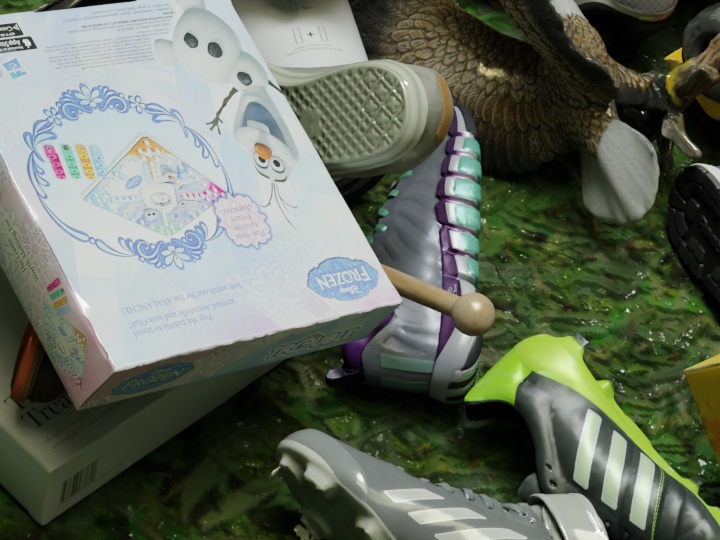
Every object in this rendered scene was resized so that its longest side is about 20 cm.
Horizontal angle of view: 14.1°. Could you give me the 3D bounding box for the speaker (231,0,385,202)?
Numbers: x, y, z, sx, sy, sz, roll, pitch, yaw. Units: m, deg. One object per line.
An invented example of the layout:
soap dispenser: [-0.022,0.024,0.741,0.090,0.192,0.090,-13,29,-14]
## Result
speaker: [-0.042,-0.137,1.685,0.081,0.081,0.201,-4,51,-19]

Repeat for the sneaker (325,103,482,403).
sneaker: [0.022,-0.018,1.610,0.087,0.075,0.201,3,48,-3]

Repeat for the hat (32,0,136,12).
hat: [-0.151,-0.113,1.606,0.200,0.200,0.081,-33,101,-35]

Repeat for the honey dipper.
honey dipper: [0.000,0.000,1.549,0.038,0.038,0.200,-27,34,-33]

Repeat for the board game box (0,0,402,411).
board game box: [-0.102,-0.041,1.456,0.199,0.043,0.200,-12,65,-45]

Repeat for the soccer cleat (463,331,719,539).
soccer cleat: [0.134,0.122,1.532,0.081,0.068,0.200,-35,69,-11]

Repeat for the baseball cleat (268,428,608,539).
baseball cleat: [0.052,0.134,1.486,0.200,0.070,0.106,41,63,6]

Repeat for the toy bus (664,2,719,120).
toy bus: [0.304,-0.097,1.714,0.135,0.200,0.193,-27,94,-40]

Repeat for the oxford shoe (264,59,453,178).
oxford shoe: [-0.028,-0.078,1.563,0.058,0.199,0.076,-2,90,-46]

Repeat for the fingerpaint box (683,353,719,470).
fingerpaint box: [0.288,0.093,1.539,0.199,0.073,0.168,-22,93,-30]

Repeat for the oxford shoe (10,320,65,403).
oxford shoe: [-0.113,0.003,1.486,0.072,0.071,0.200,29,48,4]

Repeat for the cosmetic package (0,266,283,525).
cosmetic package: [-0.143,0.024,1.540,0.151,0.052,0.200,39,51,21]

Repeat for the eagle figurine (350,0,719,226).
eagle figurine: [0.103,-0.128,1.682,0.199,0.152,0.151,21,5,-17]

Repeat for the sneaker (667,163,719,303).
sneaker: [0.257,0.013,1.650,0.087,0.076,0.201,-5,52,-27]

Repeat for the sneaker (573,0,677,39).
sneaker: [0.113,-0.190,1.784,0.199,0.088,0.074,16,41,30]
